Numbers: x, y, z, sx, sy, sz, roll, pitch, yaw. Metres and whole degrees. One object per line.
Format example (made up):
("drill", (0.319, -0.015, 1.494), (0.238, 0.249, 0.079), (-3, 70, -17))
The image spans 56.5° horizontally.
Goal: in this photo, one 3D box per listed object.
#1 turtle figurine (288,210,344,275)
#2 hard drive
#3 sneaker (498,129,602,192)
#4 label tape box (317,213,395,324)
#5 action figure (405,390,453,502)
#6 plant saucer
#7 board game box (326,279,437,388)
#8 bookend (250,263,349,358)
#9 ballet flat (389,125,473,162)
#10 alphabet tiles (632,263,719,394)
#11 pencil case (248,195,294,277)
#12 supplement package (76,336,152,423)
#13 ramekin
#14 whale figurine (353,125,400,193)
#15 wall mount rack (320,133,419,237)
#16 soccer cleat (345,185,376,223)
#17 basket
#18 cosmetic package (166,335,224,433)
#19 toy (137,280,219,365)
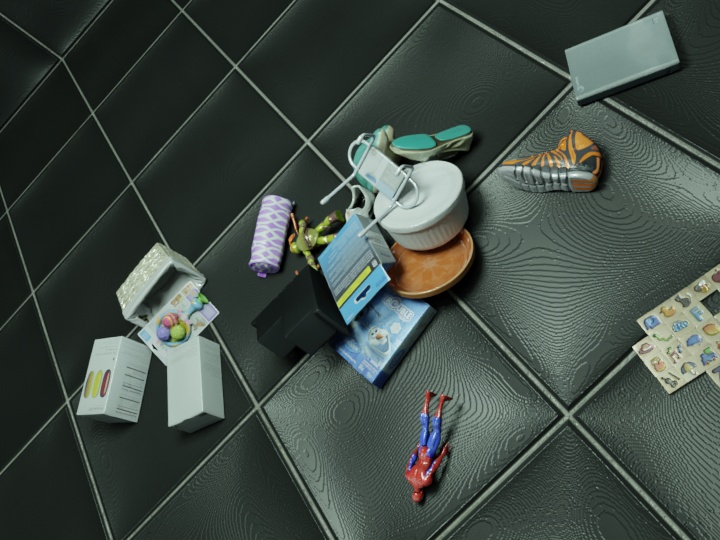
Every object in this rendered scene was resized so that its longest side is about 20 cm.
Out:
("turtle figurine", (-0.113, -0.084, 1.601), (0.161, 0.064, 0.201), (-25, 56, 21))
("hard drive", (0.528, -0.429, 1.362), (0.199, 0.033, 0.140), (-17, 59, 27))
("sneaker", (0.383, -0.220, 1.339), (0.199, 0.078, 0.112), (9, 69, 25))
("label tape box", (0.000, 0.000, 1.409), (0.143, 0.066, 0.200), (-49, 47, 25))
("action figure", (0.127, 0.330, 1.249), (0.065, 0.052, 0.201), (7, 77, 42))
("plant saucer", (0.142, -0.019, 1.389), (0.200, 0.032, 0.201), (-19, 41, 17))
("board game box", (0.030, 0.110, 1.424), (0.200, 0.043, 0.199), (36, 89, 40))
("bookend", (-0.136, 0.122, 1.442), (0.199, 0.092, 0.200), (-45, 27, 13))
("ballet flat", (0.158, -0.264, 1.452), (0.199, 0.063, 0.068), (-14, 42, -17))
("alphabet tiles", (0.560, 0.107, 1.095), (0.200, 0.008, 0.167), (-38, 52, 13))
("pencil case", (-0.225, -0.091, 1.671), (0.085, 0.084, 0.201), (143, 141, -60))
("supplement package", (-0.635, 0.286, 1.739), (0.113, 0.109, 0.201), (-10, 63, 30))
("ramekin", (0.136, -0.131, 1.410), (0.202, 0.094, 0.203), (-18, 42, 17))
("whale figurine", (0.030, -0.253, 1.497), (0.103, 0.200, 0.160), (12, 85, 10))
("wall mount rack", (0.016, -0.174, 1.365), (0.200, 0.074, 0.174), (43, 119, 23))
("soccer cleat", (-0.005, -0.099, 1.522), (0.068, 0.085, 0.201), (-5, 65, 32))
("basket", (-0.534, 0.044, 1.775), (0.200, 0.135, 0.123), (-50, 49, 3))
("cosmetic package", (-0.398, 0.273, 1.608), (0.113, 0.081, 0.201), (-24, 57, 22))
("toy", (-0.471, 0.136, 1.710), (0.200, 0.047, 0.115), (-44, 85, 2))
